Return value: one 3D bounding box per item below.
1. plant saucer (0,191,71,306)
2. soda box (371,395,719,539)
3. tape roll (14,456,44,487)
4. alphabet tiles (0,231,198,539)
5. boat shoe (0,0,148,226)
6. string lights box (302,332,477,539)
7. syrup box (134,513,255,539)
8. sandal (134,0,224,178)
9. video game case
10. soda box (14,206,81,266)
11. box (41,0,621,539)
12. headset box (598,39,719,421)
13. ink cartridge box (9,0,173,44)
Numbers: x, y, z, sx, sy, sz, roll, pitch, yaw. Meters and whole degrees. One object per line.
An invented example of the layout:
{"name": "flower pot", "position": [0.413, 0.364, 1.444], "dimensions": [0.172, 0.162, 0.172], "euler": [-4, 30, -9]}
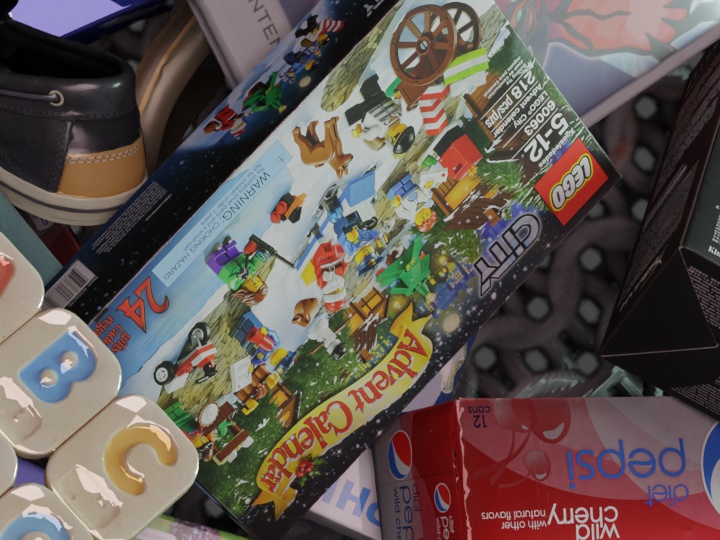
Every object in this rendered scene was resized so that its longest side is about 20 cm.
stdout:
{"name": "plant saucer", "position": [-0.186, -0.049, 0.981], "dimensions": [0.200, 0.070, 0.019], "euler": [51, 39, 4]}
{"name": "soda box", "position": [0.107, 0.084, 1.049], "dimensions": [0.199, 0.070, 0.064], "euler": [0, 80, -29]}
{"name": "tape roll", "position": [-0.161, 0.161, 0.967], "dimensions": [0.065, 0.200, 0.201], "euler": [27, 80, -5]}
{"name": "alphabet tiles", "position": [-0.157, 0.083, 0.878], "dimensions": [0.195, 0.015, 0.200], "euler": [-41, 84, -22]}
{"name": "boat shoe", "position": [-0.157, -0.084, 1.003], "dimensions": [0.200, 0.074, 0.062], "euler": [29, 123, 29]}
{"name": "string lights box", "position": [0.000, 0.000, 1.081], "dimensions": [0.102, 0.059, 0.201], "euler": [24, 81, -8]}
{"name": "syrup box", "position": [-0.014, 0.157, 1.051], "dimensions": [0.199, 0.079, 0.082], "euler": [16, 81, -6]}
{"name": "sandal", "position": [-0.037, -0.113, 1.078], "dimensions": [0.054, 0.080, 0.201], "euler": [28, 86, 8]}
{"name": "video game case", "position": [0.036, -0.118, 1.017], "dimensions": [0.200, 0.023, 0.183], "euler": [-34, 120, -13]}
{"name": "soda box", "position": [-0.195, 0.044, 1.037], "dimensions": [0.199, 0.063, 0.070], "euler": [-31, 87, -10]}
{"name": "box", "position": [-0.010, -0.011, 0.987], "dimensions": [0.200, 0.038, 0.137], "euler": [-47, 129, -6]}
{"name": "headset box", "position": [0.195, -0.020, 1.069], "dimensions": [0.148, 0.075, 0.200], "euler": [28, 46, -5]}
{"name": "ink cartridge box", "position": [-0.158, -0.182, 1.086], "dimensions": [0.094, 0.044, 0.201], "euler": [-25, 88, -9]}
